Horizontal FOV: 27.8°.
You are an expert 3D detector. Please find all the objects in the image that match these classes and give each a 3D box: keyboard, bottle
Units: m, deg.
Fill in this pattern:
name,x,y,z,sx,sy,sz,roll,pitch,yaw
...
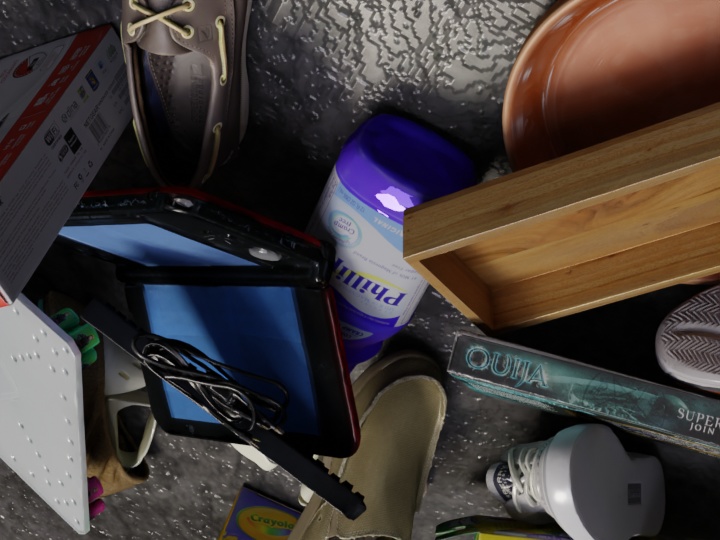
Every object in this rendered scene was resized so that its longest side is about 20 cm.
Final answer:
name,x,y,z,sx,sy,sz,roll,pitch,yaw
keyboard,-0.071,0.073,0.845,0.199,0.040,0.104,36,173,0
bottle,0.000,0.000,0.881,0.083,0.065,0.201,29,133,1

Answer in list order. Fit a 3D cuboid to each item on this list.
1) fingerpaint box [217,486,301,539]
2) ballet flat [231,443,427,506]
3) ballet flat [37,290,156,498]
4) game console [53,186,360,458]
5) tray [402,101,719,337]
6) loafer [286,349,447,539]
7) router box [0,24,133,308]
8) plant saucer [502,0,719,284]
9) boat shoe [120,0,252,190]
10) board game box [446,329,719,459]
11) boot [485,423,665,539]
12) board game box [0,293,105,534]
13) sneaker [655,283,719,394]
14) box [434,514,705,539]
name,x,y,z,sx,sy,sz,roll,pitch,yaw
fingerpaint box,-0.034,0.278,1.127,0.199,0.074,0.167,24,133,-2
ballet flat,-0.041,0.120,0.999,0.199,0.067,0.068,36,132,-13
ballet flat,-0.180,0.089,1.030,0.072,0.068,0.201,-3,131,-4
game console,-0.113,0.032,0.867,0.199,0.120,0.172,0,164,45
tray,0.132,-0.025,0.767,0.199,0.037,0.099,-19,143,27
loafer,0.009,0.150,0.950,0.076,0.067,0.201,16,101,-34
router box,-0.237,-0.047,0.832,0.178,0.201,0.049,-12,126,27
plant saucer,0.176,-0.079,0.775,0.198,0.032,0.201,9,131,11
boat shoe,-0.100,-0.133,0.806,0.071,0.060,0.201,11,132,11
board game box,0.156,0.079,0.856,0.198,0.028,0.135,15,174,13
boot,0.120,0.136,0.902,0.095,0.074,0.200,-3,165,25
board game box,-0.244,0.056,0.979,0.200,0.026,0.201,37,142,25
sneaker,0.268,0.060,0.812,0.198,0.078,0.112,-5,140,14
box,0.146,0.194,0.950,0.198,0.049,0.117,8,176,5
